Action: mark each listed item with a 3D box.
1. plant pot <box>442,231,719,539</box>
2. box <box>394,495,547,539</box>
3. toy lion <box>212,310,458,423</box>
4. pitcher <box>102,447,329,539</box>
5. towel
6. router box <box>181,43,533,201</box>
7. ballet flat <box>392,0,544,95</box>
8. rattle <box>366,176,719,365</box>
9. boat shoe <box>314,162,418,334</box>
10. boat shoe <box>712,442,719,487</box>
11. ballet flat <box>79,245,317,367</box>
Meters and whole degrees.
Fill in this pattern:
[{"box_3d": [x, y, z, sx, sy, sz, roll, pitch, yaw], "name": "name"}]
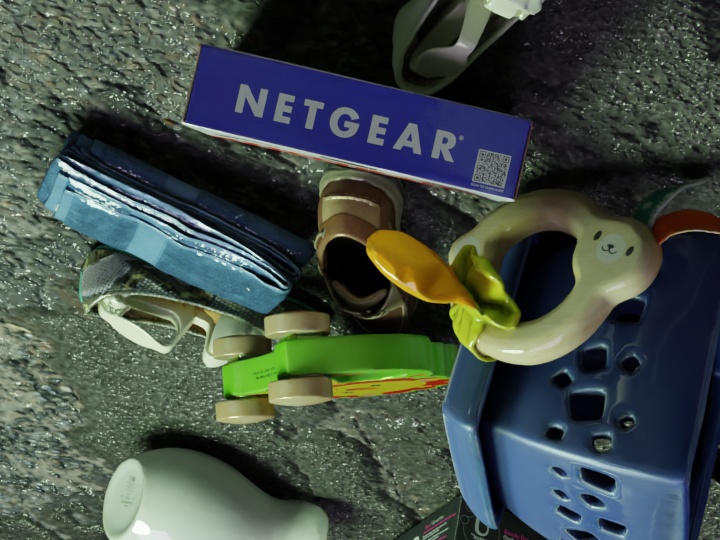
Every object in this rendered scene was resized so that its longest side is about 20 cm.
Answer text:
[{"box_3d": [0.165, 0.091, 1.282, 0.179, 0.200, 0.200, 10, 151, 15], "name": "plant pot"}, {"box_3d": [0.103, 0.316, 1.749, 0.132, 0.115, 0.200, 21, 150, -15], "name": "box"}, {"box_3d": [-0.005, 0.075, 1.363, 0.191, 0.069, 0.200, -1, 170, -22], "name": "toy lion"}, {"box_3d": [-0.157, 0.243, 1.741, 0.200, 0.122, 0.171, 19, 166, -32], "name": "pitcher"}, {"box_3d": [-0.139, -0.029, 1.312, 0.200, 0.049, 0.112, 25, 159, -10], "name": "towel"}, {"box_3d": [-0.002, -0.088, 1.103, 0.199, 0.049, 0.179, 13, -178, 1], "name": "router box"}, {"box_3d": [0.076, -0.159, 1.026, 0.069, 0.070, 0.200, 24, 147, -17], "name": "ballet flat"}, {"box_3d": [0.127, -0.030, 1.155, 0.200, 0.130, 0.143, -19, 127, 28], "name": "rattle"}, {"box_3d": [0.000, 0.000, 1.309, 0.075, 0.072, 0.200, 4, 148, 15], "name": "boat shoe"}, {"box_3d": [0.323, 0.163, 1.467, 0.074, 0.063, 0.201, -19, 138, 39], "name": "boat shoe"}, {"box_3d": [-0.132, 0.041, 1.431, 0.200, 0.072, 0.072, 17, 149, -7], "name": "ballet flat"}]
